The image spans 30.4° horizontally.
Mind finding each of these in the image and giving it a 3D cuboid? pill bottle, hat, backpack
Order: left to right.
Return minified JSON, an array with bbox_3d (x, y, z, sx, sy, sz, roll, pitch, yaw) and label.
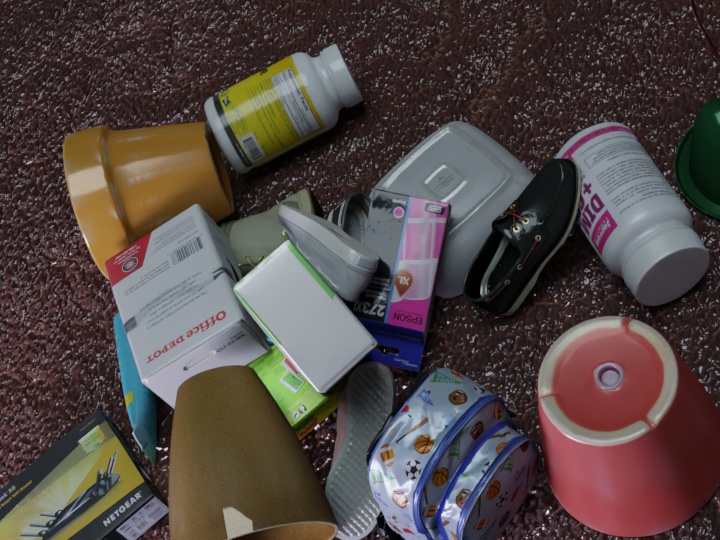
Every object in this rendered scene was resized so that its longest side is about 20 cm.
[{"bbox_3d":[-0.102,-0.223,1.792,0.198,0.113,0.113,-27,53,4],"label":"pill bottle"},{"bbox_3d":[0.094,0.204,1.393,0.153,0.191,0.201,21,70,35],"label":"backpack"},{"bbox_3d":[0.310,-0.065,1.521,0.112,0.114,0.201,-29,53,3],"label":"pill bottle"},{"bbox_3d":[0.422,-0.177,1.504,0.199,0.176,0.166,34,76,35],"label":"hat"}]

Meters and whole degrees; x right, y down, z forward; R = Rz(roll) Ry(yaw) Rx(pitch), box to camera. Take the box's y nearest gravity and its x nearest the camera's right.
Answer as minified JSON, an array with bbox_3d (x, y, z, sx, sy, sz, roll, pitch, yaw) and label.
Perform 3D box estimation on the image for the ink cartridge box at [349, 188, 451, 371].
[{"bbox_3d":[0.043,0.011,1.563,0.093,0.037,0.203,11,88,11],"label":"ink cartridge box"}]

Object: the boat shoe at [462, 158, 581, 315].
[{"bbox_3d":[0.188,-0.041,1.533,0.203,0.063,0.074,-61,39,16],"label":"boat shoe"}]

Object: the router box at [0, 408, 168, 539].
[{"bbox_3d":[-0.351,0.291,1.610,0.199,0.052,0.157,-40,53,-5],"label":"router box"}]

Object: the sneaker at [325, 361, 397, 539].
[{"bbox_3d":[0.005,0.201,1.516,0.074,0.105,0.203,8,91,1],"label":"sneaker"}]

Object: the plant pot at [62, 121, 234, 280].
[{"bbox_3d":[-0.270,-0.108,1.745,0.181,0.201,0.202,-17,54,2],"label":"plant pot"}]

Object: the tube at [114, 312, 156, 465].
[{"bbox_3d":[-0.277,0.140,1.659,0.050,0.078,0.202,-19,50,6],"label":"tube"}]

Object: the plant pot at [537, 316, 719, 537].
[{"bbox_3d":[0.269,0.150,1.365,0.198,0.178,0.203,-11,55,16],"label":"plant pot"}]

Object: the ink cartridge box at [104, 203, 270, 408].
[{"bbox_3d":[-0.212,0.043,1.613,0.143,0.084,0.201,-31,51,7],"label":"ink cartridge box"}]

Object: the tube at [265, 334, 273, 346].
[{"bbox_3d":[-0.141,0.083,1.661,0.197,0.051,0.078,-7,62,10],"label":"tube"}]

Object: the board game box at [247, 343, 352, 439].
[{"bbox_3d":[-0.107,0.161,1.581,0.199,0.048,0.102,-40,66,-5],"label":"board game box"}]

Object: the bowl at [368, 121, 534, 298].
[{"bbox_3d":[0.112,-0.089,1.645,0.200,0.075,0.200,-41,53,-4],"label":"bowl"}]

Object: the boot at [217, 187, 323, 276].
[{"bbox_3d":[-0.115,-0.005,1.686,0.153,0.072,0.202,-19,48,10],"label":"boot"}]

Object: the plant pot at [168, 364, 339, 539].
[{"bbox_3d":[-0.139,0.215,1.460,0.184,0.186,0.202,-21,67,8],"label":"plant pot"}]

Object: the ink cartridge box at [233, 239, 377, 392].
[{"bbox_3d":[-0.060,0.057,1.458,0.084,0.200,0.146,-41,87,-5],"label":"ink cartridge box"}]

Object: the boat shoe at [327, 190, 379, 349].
[{"bbox_3d":[0.000,0.000,1.619,0.073,0.060,0.202,6,64,-19],"label":"boat shoe"}]

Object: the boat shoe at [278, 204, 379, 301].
[{"bbox_3d":[-0.047,-0.021,1.575,0.199,0.072,0.069,34,102,47],"label":"boat shoe"}]
